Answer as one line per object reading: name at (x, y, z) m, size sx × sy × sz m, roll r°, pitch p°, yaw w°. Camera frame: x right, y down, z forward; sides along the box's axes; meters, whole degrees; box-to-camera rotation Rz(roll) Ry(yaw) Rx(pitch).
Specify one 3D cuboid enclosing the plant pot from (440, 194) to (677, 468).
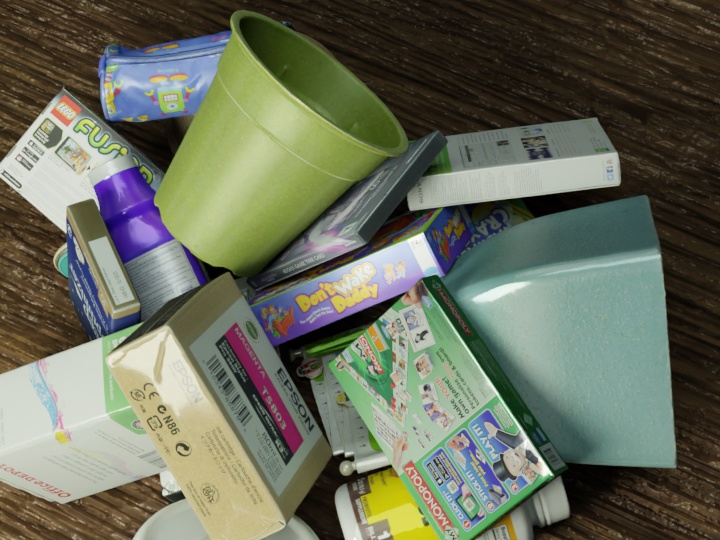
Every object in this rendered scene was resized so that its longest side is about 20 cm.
plant pot at (0.171, 0.059, 1.544) m, size 0.198 × 0.196 × 0.197 m, roll -6°, pitch 106°, yaw 8°

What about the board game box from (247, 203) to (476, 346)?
board game box at (0.000, 0.000, 1.627) m, size 0.199 × 0.134 × 0.045 m, roll -23°, pitch 101°, yaw 22°

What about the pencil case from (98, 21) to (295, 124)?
pencil case at (-0.159, -0.194, 1.696) m, size 0.198 × 0.087 × 0.078 m, roll -7°, pitch 54°, yaw 5°

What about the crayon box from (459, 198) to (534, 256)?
crayon box at (0.133, 0.011, 1.685) m, size 0.125 × 0.052 × 0.201 m, roll -30°, pitch 66°, yaw -6°

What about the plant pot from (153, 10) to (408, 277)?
plant pot at (-0.091, -0.103, 1.596) m, size 0.200 × 0.200 × 0.190 m, roll 48°, pitch 110°, yaw 23°

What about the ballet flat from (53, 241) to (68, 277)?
ballet flat at (-0.212, -0.038, 1.756) m, size 0.198 × 0.070 × 0.070 m, roll -10°, pitch 65°, yaw 1°

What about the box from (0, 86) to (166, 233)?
box at (-0.248, -0.073, 1.700) m, size 0.200 × 0.035 × 0.110 m, roll 41°, pitch 90°, yaw 2°

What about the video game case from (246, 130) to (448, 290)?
video game case at (-0.015, -0.053, 1.610) m, size 0.019 × 0.200 × 0.143 m, roll 48°, pitch 57°, yaw -15°

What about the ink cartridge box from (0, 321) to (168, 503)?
ink cartridge box at (-0.242, 0.136, 1.599) m, size 0.199 × 0.145 × 0.088 m, roll -21°, pitch 60°, yaw 20°

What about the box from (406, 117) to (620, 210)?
box at (0.139, -0.103, 1.650) m, size 0.198 × 0.144 × 0.037 m, roll -6°, pitch 108°, yaw 2°

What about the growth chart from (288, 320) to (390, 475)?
growth chart at (0.019, 0.114, 1.637) m, size 0.144 × 0.018 × 0.200 m, roll -23°, pitch 40°, yaw -5°

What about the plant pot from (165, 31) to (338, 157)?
plant pot at (-0.110, -0.177, 1.781) m, size 0.199 × 0.093 × 0.202 m, roll -3°, pitch 65°, yaw 7°

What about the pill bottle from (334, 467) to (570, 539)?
pill bottle at (0.084, 0.217, 1.566) m, size 0.199 × 0.109 × 0.110 m, roll -19°, pitch 65°, yaw -1°

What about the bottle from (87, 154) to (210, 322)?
bottle at (-0.197, -0.010, 1.646) m, size 0.083 × 0.065 × 0.201 m, roll -26°, pitch 88°, yaw 4°

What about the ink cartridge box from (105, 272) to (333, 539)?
ink cartridge box at (-0.118, 0.120, 1.509) m, size 0.075 × 0.165 × 0.201 m, roll -27°, pitch 99°, yaw 21°

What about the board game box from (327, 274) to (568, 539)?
board game box at (0.071, 0.123, 1.482) m, size 0.135 × 0.029 × 0.201 m, roll -43°, pitch 73°, yaw 33°

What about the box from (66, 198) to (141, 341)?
box at (-0.244, 0.037, 1.644) m, size 0.032 × 0.200 × 0.122 m, roll -20°, pitch 64°, yaw -17°

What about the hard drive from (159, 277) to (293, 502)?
hard drive at (-0.134, 0.111, 1.672) m, size 0.139 × 0.038 × 0.201 m, roll -15°, pitch 64°, yaw 13°

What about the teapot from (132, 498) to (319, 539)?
teapot at (-0.118, 0.306, 1.541) m, size 0.197 × 0.147 × 0.200 m, roll -18°, pitch 37°, yaw -37°
